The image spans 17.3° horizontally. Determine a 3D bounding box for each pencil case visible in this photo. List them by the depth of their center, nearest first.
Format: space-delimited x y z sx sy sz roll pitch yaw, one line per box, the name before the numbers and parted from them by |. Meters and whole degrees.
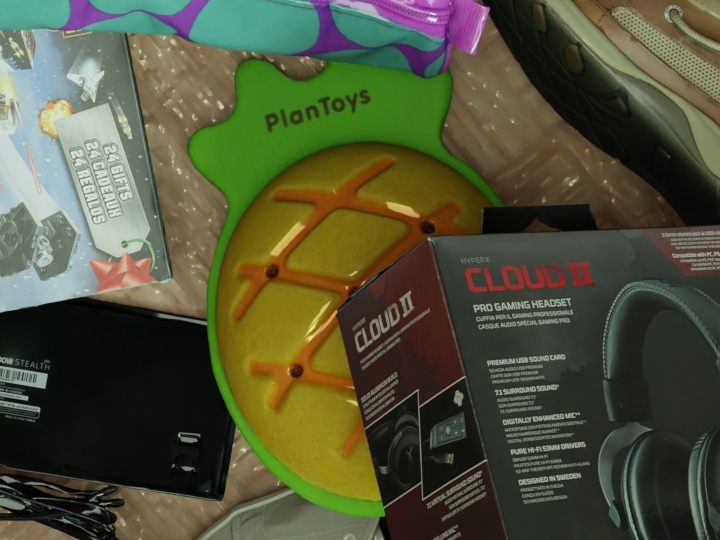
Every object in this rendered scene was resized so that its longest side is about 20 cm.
pencil case | -0.056 -0.122 0.908 0.198 0.093 0.086 4 115 -18

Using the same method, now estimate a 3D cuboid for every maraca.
maraca | 0.000 0.000 0.955 0.136 0.107 0.201 -16 75 2

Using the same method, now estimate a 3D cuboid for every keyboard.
keyboard | -0.152 0.060 1.011 0.198 0.040 0.105 10 78 1

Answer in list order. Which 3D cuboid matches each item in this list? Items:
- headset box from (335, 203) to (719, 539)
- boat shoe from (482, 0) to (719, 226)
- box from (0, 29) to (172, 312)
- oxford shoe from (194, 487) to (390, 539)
headset box | 0.086 0.071 0.856 0.148 0.077 0.201 -2 69 -32
boat shoe | 0.127 -0.079 0.941 0.074 0.076 0.200 -41 79 -13
box | -0.161 -0.082 0.965 0.136 0.040 0.202 -10 101 -3
oxford shoe | -0.014 0.126 1.001 0.199 0.058 0.075 -29 102 9
